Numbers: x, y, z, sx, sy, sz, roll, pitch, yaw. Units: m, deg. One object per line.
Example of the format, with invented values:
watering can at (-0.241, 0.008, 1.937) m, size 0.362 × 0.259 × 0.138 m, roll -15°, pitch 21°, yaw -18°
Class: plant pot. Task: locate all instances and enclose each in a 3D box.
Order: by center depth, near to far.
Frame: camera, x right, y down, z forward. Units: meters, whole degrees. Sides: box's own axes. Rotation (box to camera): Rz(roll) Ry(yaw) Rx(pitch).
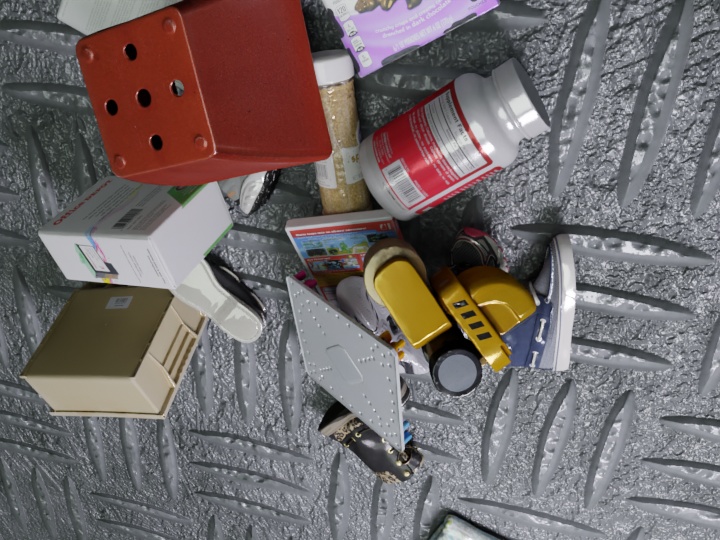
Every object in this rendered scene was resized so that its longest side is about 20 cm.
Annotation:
plant pot at (-0.173, -0.189, 0.672) m, size 0.198 × 0.176 × 0.202 m, roll -6°, pitch 105°, yaw 26°

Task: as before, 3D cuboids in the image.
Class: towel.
towel at (0.189, 0.530, 1.116) m, size 0.170 × 0.048 × 0.201 m, roll 25°, pitch 122°, yaw 0°

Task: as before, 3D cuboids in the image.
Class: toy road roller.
toy road roller at (0.106, 0.030, 0.733) m, size 0.146 × 0.123 × 0.201 m, roll -36°, pitch 99°, yaw 5°

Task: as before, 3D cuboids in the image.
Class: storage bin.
storage bin at (-0.361, 0.109, 0.955) m, size 0.198 × 0.200 × 0.094 m, roll -3°, pitch 135°, yaw 18°

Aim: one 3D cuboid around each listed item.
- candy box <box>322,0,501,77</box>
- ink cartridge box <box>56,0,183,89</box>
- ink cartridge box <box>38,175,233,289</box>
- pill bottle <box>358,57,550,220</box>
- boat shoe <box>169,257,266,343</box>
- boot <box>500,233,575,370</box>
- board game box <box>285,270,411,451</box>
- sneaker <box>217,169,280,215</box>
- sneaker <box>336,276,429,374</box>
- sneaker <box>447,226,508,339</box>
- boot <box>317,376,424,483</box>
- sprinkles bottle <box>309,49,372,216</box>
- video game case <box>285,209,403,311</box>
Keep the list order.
candy box at (0.031, -0.335, 0.658) m, size 0.167 × 0.072 × 0.201 m, roll -20°, pitch 112°, yaw 25°
ink cartridge box at (-0.244, -0.329, 0.772) m, size 0.199 × 0.050 × 0.162 m, roll 26°, pitch 124°, yaw -20°
ink cartridge box at (-0.297, -0.056, 0.848) m, size 0.198 × 0.145 × 0.085 m, roll 4°, pitch 130°, yaw 26°
pill bottle at (0.105, -0.148, 0.719) m, size 0.199 × 0.112 × 0.113 m, roll -28°, pitch 108°, yaw 27°
boat shoe at (-0.218, 0.023, 0.941) m, size 0.200 × 0.060 × 0.074 m, roll 40°, pitch 108°, yaw -10°
boot at (0.224, 0.048, 0.816) m, size 0.089 × 0.073 × 0.202 m, roll -1°, pitch 119°, yaw 10°
board game box at (-0.013, 0.117, 0.834) m, size 0.199 × 0.026 × 0.201 m, roll 33°, pitch 145°, yaw 36°
sneaker at (-0.129, -0.164, 0.804) m, size 0.079 × 0.074 × 0.201 m, roll 34°, pitch 123°, yaw 2°
sneaker at (0.006, 0.090, 0.881) m, size 0.114 × 0.076 × 0.200 m, roll -20°, pitch 132°, yaw 33°
sneaker at (0.135, 0.040, 0.823) m, size 0.080 × 0.074 × 0.202 m, roll 27°, pitch 127°, yaw 36°
boot at (0.041, 0.249, 0.980) m, size 0.151 × 0.073 × 0.200 m, roll 45°, pitch 129°, yaw -11°
sprinkles bottle at (-0.030, -0.161, 0.777) m, size 0.068 × 0.068 × 0.202 m, roll 0°, pitch 119°, yaw 16°
video game case at (0.000, 0.000, 0.847) m, size 0.142 × 0.018 × 0.201 m, roll -4°, pitch 139°, yaw 18°
